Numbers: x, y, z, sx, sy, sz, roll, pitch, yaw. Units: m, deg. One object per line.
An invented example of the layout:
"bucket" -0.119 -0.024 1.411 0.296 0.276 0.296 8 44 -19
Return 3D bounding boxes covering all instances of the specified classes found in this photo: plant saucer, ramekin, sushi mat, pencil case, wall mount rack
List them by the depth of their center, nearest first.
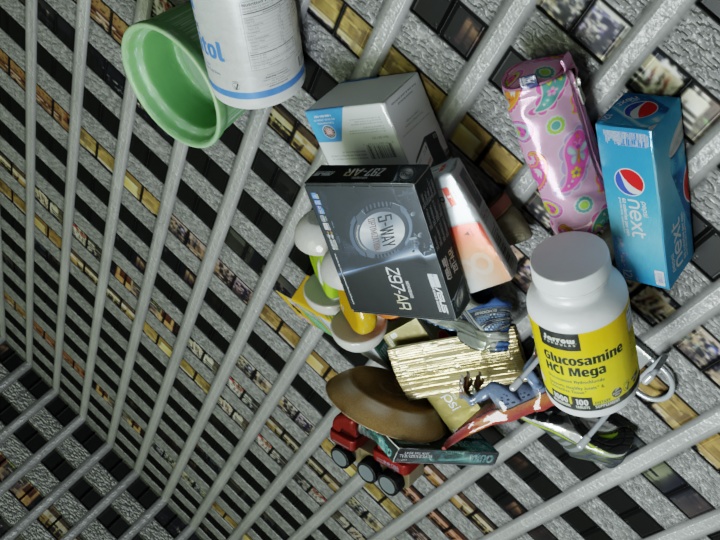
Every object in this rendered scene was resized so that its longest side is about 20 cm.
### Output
"pencil case" 0.219 -0.136 1.056 0.087 0.087 0.201 6 129 47
"wall mount rack" 0.292 0.127 1.248 0.200 0.074 0.174 41 136 11
"ramekin" -0.245 -0.290 1.422 0.199 0.098 0.201 30 145 24
"sushi mat" 0.144 0.136 1.422 0.198 0.012 0.096 -12 118 21
"plant saucer" 0.044 0.197 1.505 0.199 0.200 0.036 29 108 27

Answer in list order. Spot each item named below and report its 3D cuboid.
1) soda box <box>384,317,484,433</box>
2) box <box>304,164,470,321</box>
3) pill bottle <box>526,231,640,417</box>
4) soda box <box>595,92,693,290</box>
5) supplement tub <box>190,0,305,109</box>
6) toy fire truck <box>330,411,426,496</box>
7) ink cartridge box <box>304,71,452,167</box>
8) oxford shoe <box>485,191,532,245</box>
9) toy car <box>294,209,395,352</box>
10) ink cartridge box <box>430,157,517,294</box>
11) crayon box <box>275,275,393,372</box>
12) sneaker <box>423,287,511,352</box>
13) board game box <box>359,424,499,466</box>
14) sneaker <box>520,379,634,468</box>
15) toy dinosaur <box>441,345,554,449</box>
"soda box" 0.122 0.149 1.484 0.067 0.064 0.201 -30 104 27
"box" 0.034 -0.034 1.190 0.159 0.044 0.201 5 129 34
"pill bottle" 0.248 0.060 1.092 0.112 0.112 0.201 16 140 39
"soda box" 0.303 -0.082 1.028 0.064 0.068 0.201 16 137 39
"supplement tub" -0.144 -0.321 1.239 0.131 0.132 0.201 25 142 31
"toy fire truck" 0.020 0.285 1.739 0.175 0.128 0.201 23 129 34
"ink cartridge box" 0.038 -0.143 1.261 0.144 0.084 0.201 3 128 45
"oxford shoe" 0.147 -0.027 1.275 0.075 0.070 0.200 46 148 -4
"toy car" 0.000 0.000 1.397 0.200 0.149 0.176 50 157 42
"ink cartridge box" 0.072 -0.034 1.215 0.199 0.050 0.163 -22 114 28
"crayon box" -0.029 0.079 1.579 0.199 0.052 0.126 28 167 27
"sneaker" 0.149 0.045 1.359 0.200 0.077 0.086 29 109 55
"board game box" 0.101 0.253 1.508 0.135 0.199 0.028 43 118 52
"sneaker" 0.289 0.224 1.384 0.199 0.074 0.081 28 147 31
"toy dinosaur" 0.233 0.180 1.332 0.180 0.202 0.105 13 168 30
